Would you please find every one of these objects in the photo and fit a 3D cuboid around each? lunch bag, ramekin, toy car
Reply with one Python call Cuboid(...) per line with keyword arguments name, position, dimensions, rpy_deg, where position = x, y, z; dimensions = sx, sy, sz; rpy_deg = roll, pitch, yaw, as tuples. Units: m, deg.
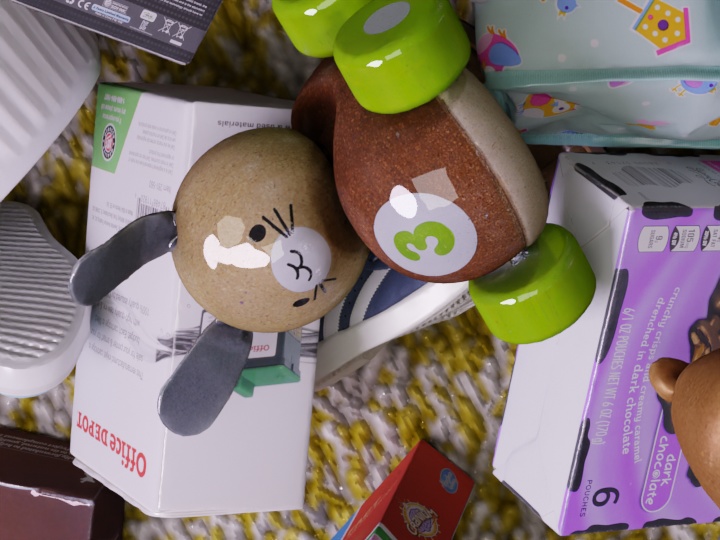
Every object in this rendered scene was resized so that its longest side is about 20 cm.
Cuboid(name="lunch bag", position=(0.152, -0.147, 1.058), dimensions=(0.198, 0.122, 0.172), rpy_deg=(-1, 74, 6))
Cuboid(name="ramekin", position=(-0.217, -0.082, 1.154), dimensions=(0.202, 0.203, 0.094), rpy_deg=(-40, 107, 22))
Cuboid(name="toy car", position=(-0.027, -0.017, 1.015), dimensions=(0.199, 0.158, 0.165), rpy_deg=(-35, 120, -6))

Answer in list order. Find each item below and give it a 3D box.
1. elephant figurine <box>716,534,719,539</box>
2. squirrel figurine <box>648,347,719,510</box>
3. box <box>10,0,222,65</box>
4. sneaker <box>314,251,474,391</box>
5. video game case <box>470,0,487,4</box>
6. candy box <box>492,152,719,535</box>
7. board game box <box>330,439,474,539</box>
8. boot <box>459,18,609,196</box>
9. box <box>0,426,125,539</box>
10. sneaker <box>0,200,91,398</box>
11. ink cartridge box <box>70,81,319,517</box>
Cuboid(name="elephant figurine", position=(0.132, 0.229, 1.228), dimensions=(0.141, 0.154, 0.202), rpy_deg=(7, 104, 56))
Cuboid(name="squirrel figurine", position=(0.223, 0.028, 1.018), dimensions=(0.185, 0.141, 0.202), rpy_deg=(-6, 100, -21))
Cuboid(name="box", position=(-0.129, -0.197, 1.010), dimensions=(0.199, 0.044, 0.161), rpy_deg=(18, 111, -31))
Cuboid(name="sneaker", position=(0.000, 0.000, 1.174), dimensions=(0.199, 0.075, 0.085), rpy_deg=(-30, 82, 37))
Cuboid(name="video game case", position=(0.031, -0.243, 1.049), dimensions=(0.182, 0.022, 0.201), rpy_deg=(29, 94, 35))
Cuboid(name="candy box", position=(0.179, 0.033, 1.108), dimensions=(0.199, 0.072, 0.169), rpy_deg=(-1, 113, -27))
Cuboid(name="board game box", position=(-0.017, 0.189, 1.193), dimensions=(0.040, 0.200, 0.153), rpy_deg=(40, 112, -2))
Cuboid(name="boot", position=(0.098, -0.038, 1.151), dimensions=(0.075, 0.074, 0.200), rpy_deg=(-40, 99, 8))
Cuboid(name="box", position=(-0.196, 0.197, 1.307), dimensions=(0.099, 0.075, 0.201), rpy_deg=(11, 112, 9))
Cuboid(name="sneaker", position=(-0.175, 0.032, 1.189), dimensions=(0.073, 0.200, 0.082), rpy_deg=(-12, 115, -8))
Cuboid(name="ink cartridge box", position=(-0.082, 0.011, 1.147), dimensions=(0.084, 0.146, 0.202), rpy_deg=(2, 98, -24))
